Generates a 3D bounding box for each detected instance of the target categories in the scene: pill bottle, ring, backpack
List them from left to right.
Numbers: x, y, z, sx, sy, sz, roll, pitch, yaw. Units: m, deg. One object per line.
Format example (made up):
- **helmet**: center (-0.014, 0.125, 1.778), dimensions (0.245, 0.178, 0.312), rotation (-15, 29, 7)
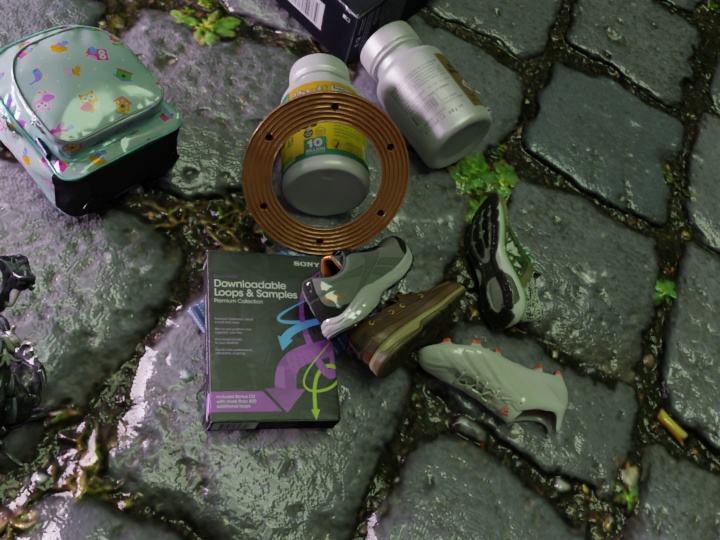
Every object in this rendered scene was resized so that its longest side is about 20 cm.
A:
- **backpack**: center (-0.325, -0.188, 0.860), dimensions (0.200, 0.154, 0.176), rotation (43, 60, 16)
- **pill bottle**: center (-0.049, -0.183, 0.983), dimensions (0.112, 0.113, 0.201), rotation (6, 59, -18)
- **ring**: center (-0.040, -0.113, 0.884), dimensions (0.199, 0.201, 0.019), rotation (11, 23, -15)
- **pill bottle**: center (0.089, -0.257, 1.081), dimensions (0.114, 0.114, 0.201), rotation (-24, 71, -31)

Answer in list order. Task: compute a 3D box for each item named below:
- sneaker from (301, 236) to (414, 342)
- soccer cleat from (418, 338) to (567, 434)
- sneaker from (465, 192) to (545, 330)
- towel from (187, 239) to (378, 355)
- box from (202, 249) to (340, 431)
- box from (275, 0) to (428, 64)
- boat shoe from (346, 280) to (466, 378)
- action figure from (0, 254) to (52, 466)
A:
- **sneaker**: center (0.000, 0.000, 0.871), dimensions (0.080, 0.074, 0.200), rotation (54, 35, -7)
- **soccer cleat**: center (0.161, 0.139, 0.898), dimensions (0.199, 0.069, 0.078), rotation (18, 59, -13)
- **sneaker**: center (0.201, -0.010, 1.011), dimensions (0.088, 0.077, 0.201), rotation (11, 61, -30)
- **towel**: center (-0.084, 0.053, 0.885), dimensions (0.200, 0.024, 0.145), rotation (-33, 78, -32)
- **box**: center (-0.101, 0.074, 0.833), dimensions (0.142, 0.036, 0.201), rotation (3, 61, -21)
- **box**: center (-0.015, -0.457, 1.141), dimensions (0.197, 0.118, 0.200), rotation (45, 68, 9)
- **boat shoe**: center (0.060, 0.053, 0.897), dimensions (0.067, 0.072, 0.200), rotation (38, 40, 19)
- **action figure**: center (-0.356, 0.085, 0.709), dimensions (0.119, 0.102, 0.201), rotation (-6, 101, -54)
